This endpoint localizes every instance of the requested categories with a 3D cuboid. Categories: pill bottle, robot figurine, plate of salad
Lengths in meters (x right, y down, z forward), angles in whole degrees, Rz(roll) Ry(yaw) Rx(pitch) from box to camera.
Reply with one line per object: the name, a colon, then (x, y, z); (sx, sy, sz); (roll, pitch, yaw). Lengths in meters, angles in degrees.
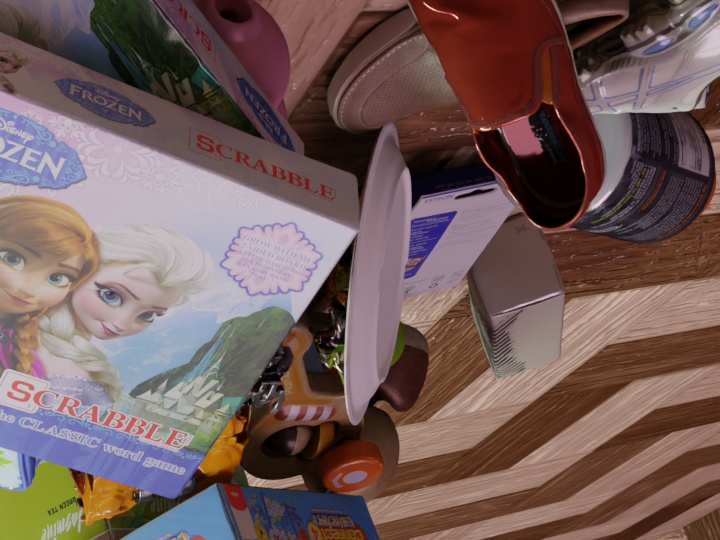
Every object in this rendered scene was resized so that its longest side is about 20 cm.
pill bottle: (0.182, -0.075, 1.006); (0.106, 0.107, 0.200); (-31, 158, 28)
robot figurine: (-0.121, 0.083, 0.877); (0.145, 0.058, 0.200); (-8, 143, -22)
plate of salad: (0.000, 0.000, 0.940); (0.048, 0.201, 0.200); (8, 161, 8)

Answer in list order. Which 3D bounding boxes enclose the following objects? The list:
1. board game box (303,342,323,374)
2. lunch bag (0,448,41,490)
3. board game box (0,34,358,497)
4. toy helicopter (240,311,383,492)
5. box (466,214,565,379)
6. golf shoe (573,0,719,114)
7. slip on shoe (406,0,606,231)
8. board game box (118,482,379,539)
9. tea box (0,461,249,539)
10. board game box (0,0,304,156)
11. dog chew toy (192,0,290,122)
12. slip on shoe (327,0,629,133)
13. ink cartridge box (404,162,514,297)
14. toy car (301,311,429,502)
board game box: (-0.140, 0.047, 1.023); (0.103, 0.105, 0.200); (-33, 155, 32)
lunch bag: (-0.250, 0.049, 0.849); (0.160, 0.083, 0.200); (22, 149, 1)
board game box: (-0.134, 0.005, 0.658); (0.199, 0.041, 0.200); (20, 126, -20)
toy helicopter: (-0.059, 0.087, 0.985); (0.132, 0.079, 0.200); (-13, 144, -5)
box: (0.136, 0.027, 1.266); (0.068, 0.082, 0.200); (-19, 158, 0)
golf shoe: (0.162, -0.114, 0.862); (0.097, 0.078, 0.200); (34, 146, -26)
slip on shoe: (0.079, -0.105, 0.778); (0.074, 0.061, 0.200); (-17, 121, 24)
board game box: (-0.113, 0.222, 1.009); (0.200, 0.056, 0.196); (-32, 157, 20)
tea box: (-0.200, 0.159, 1.121); (0.133, 0.197, 0.200); (-29, 159, 23)
board game box: (-0.161, -0.071, 0.657); (0.200, 0.041, 0.200); (-27, 126, 17)
dog chew toy: (-0.094, -0.069, 0.763); (0.124, 0.125, 0.200); (-8, 148, -29)
slip on shoe: (0.067, -0.126, 0.838); (0.200, 0.061, 0.076); (-29, 158, 22)
ink cartridge box: (0.056, -0.034, 1.096); (0.099, 0.039, 0.200); (-11, 159, -21)
toy car: (-0.030, 0.135, 1.170); (0.157, 0.201, 0.164); (4, 166, 10)
